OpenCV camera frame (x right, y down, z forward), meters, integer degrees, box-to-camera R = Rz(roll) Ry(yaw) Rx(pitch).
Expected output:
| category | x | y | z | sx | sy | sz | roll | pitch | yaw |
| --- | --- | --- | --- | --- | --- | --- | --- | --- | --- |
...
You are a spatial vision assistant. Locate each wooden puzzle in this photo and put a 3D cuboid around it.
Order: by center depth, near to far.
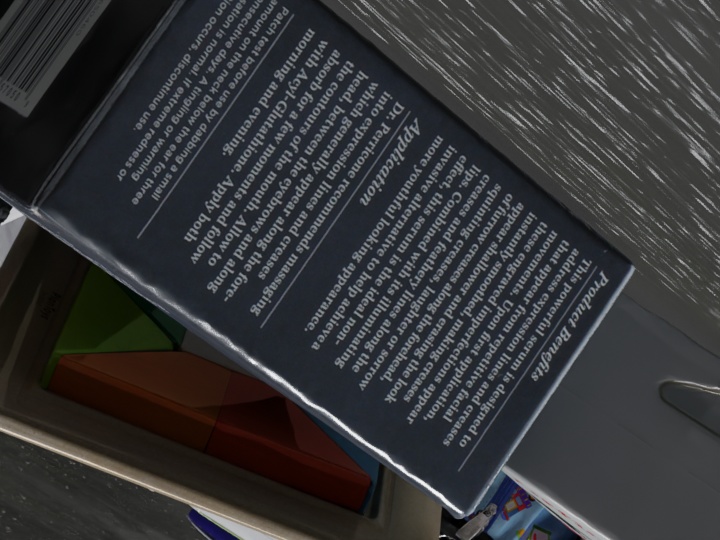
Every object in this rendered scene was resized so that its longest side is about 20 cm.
| category | x | y | z | sx | sy | sz | roll | pitch | yaw |
| --- | --- | --- | --- | --- | --- | --- | --- | --- | --- |
| wooden puzzle | -0.050 | 0.040 | 0.956 | 0.199 | 0.037 | 0.185 | 26 | -157 | -7 |

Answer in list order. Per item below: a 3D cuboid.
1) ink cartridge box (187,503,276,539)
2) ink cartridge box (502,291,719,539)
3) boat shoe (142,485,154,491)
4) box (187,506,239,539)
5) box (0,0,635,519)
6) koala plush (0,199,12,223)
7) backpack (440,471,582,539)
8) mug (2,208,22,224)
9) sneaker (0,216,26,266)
| category | x | y | z | sx | sy | sz | roll | pitch | yaw |
| --- | --- | --- | --- | --- | --- | --- | --- | --- | --- |
| ink cartridge box | -0.065 | 0.051 | 1.287 | 0.076 | 0.148 | 0.200 | 33 | 175 | 46 |
| ink cartridge box | 0.143 | 0.095 | 0.987 | 0.145 | 0.083 | 0.200 | 34 | 177 | 22 |
| boat shoe | -0.076 | 0.036 | 1.069 | 0.093 | 0.075 | 0.200 | 40 | -167 | 13 |
| box | 0.031 | 0.120 | 1.440 | 0.105 | 0.200 | 0.184 | 31 | 175 | 45 |
| box | -0.034 | -0.027 | 0.819 | 0.200 | 0.107 | 0.148 | 38 | 176 | -32 |
| koala plush | -0.271 | -0.028 | 0.935 | 0.177 | 0.200 | 0.184 | 40 | 176 | -39 |
| backpack | 0.062 | 0.123 | 1.179 | 0.134 | 0.200 | 0.183 | 34 | 176 | 11 |
| mug | -0.212 | -0.091 | 1.129 | 0.149 | 0.152 | 0.188 | -138 | 34 | -69 |
| sneaker | -0.197 | -0.069 | 1.238 | 0.099 | 0.201 | 0.078 | 9 | 144 | 1 |
